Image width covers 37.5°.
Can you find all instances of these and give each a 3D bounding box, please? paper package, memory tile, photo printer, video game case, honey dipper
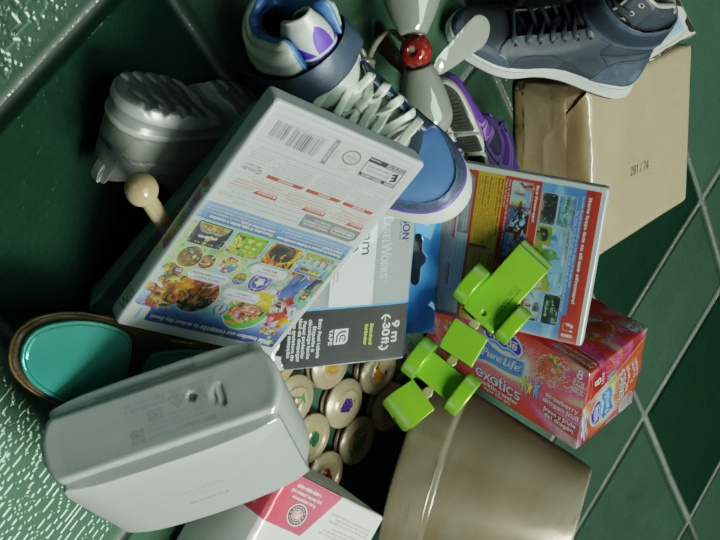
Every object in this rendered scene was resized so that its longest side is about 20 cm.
[{"bbox_3d":[0.261,-0.137,1.142,0.198,0.103,0.194,-27,123,-37],"label":"paper package"},{"bbox_3d":[-0.023,0.106,0.995,0.153,0.017,0.202,-41,131,-29],"label":"memory tile"},{"bbox_3d":[-0.122,0.131,0.774,0.163,0.070,0.201,-18,157,-4],"label":"photo printer"},{"bbox_3d":[-0.064,-0.024,0.740,0.142,0.018,0.201,16,122,-43],"label":"video game case"},{"bbox_3d":[0.117,-0.023,0.968,0.017,0.196,0.146,-27,127,-66],"label":"video game case"},{"bbox_3d":[-0.124,-0.006,0.765,0.038,0.038,0.201,-52,148,-19],"label":"honey dipper"}]

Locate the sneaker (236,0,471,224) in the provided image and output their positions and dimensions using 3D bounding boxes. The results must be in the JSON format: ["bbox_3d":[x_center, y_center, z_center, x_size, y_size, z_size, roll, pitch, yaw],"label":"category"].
[{"bbox_3d":[-0.010,-0.125,0.771,0.081,0.200,0.147,-46,155,-4],"label":"sneaker"}]

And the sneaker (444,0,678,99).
[{"bbox_3d":[0.187,-0.235,0.955,0.198,0.147,0.078,8,62,-14],"label":"sneaker"}]

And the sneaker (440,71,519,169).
[{"bbox_3d":[0.102,-0.127,1.013,0.200,0.079,0.085,51,50,-51],"label":"sneaker"}]

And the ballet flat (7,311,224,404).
[{"bbox_3d":[-0.177,0.060,0.769,0.198,0.072,0.069,8,100,-47],"label":"ballet flat"}]

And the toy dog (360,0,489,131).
[{"bbox_3d":[0.045,-0.222,0.887,0.096,0.130,0.204,-46,151,-69],"label":"toy dog"}]

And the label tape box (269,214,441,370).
[{"bbox_3d":[0.000,0.000,0.906,0.197,0.066,0.146,-3,105,-29],"label":"label tape box"}]

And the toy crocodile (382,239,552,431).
[{"bbox_3d":[0.095,0.060,0.942,0.201,0.067,0.062,-53,172,0],"label":"toy crocodile"}]

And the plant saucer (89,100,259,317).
[{"bbox_3d":[-0.117,-0.040,0.773,0.200,0.019,0.070,-46,148,13],"label":"plant saucer"}]

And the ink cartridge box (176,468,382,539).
[{"bbox_3d":[-0.091,0.267,0.922,0.144,0.084,0.202,36,81,-44],"label":"ink cartridge box"}]

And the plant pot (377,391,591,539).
[{"bbox_3d":[0.126,0.220,1.027,0.200,0.171,0.204,16,90,-75],"label":"plant pot"}]

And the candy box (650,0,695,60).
[{"bbox_3d":[0.249,-0.318,1.036,0.060,0.138,0.199,-28,141,21],"label":"candy box"}]

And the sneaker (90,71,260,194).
[{"bbox_3d":[-0.119,-0.094,0.794,0.198,0.075,0.082,5,129,-49],"label":"sneaker"}]

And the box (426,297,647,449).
[{"bbox_3d":[0.167,0.069,1.040,0.099,0.199,0.097,-28,134,-35],"label":"box"}]
